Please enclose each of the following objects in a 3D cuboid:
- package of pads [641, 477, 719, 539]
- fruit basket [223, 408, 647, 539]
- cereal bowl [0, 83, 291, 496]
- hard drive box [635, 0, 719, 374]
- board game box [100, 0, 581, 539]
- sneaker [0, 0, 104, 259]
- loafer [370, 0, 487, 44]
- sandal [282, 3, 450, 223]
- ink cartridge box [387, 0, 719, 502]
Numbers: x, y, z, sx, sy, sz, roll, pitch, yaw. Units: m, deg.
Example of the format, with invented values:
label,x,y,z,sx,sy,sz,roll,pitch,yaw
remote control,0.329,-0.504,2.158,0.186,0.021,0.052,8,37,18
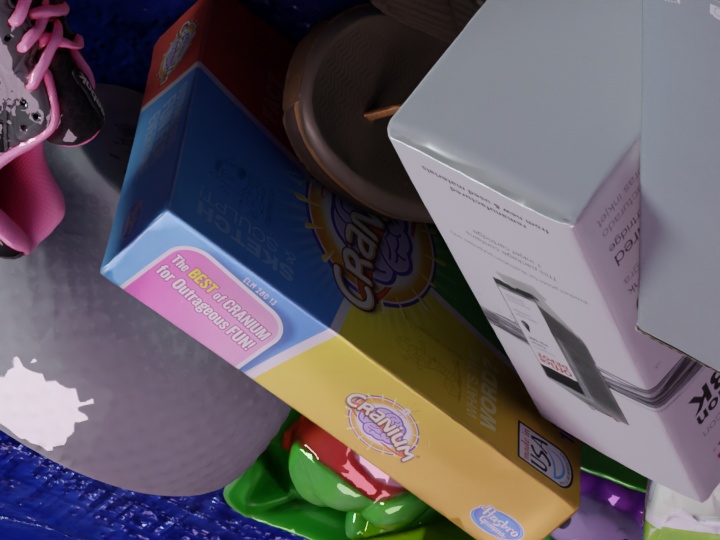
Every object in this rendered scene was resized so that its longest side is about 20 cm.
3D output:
label,x,y,z,sx,sy,sz,roll,pitch,yaw
package of pads,0.215,0.061,1.078,0.199,0.155,0.068,7,126,5
fruit basket,0.042,0.119,1.184,0.215,0.216,0.156,20,146,-8
cereal bowl,-0.098,-0.011,1.074,0.200,0.200,0.083,30,117,-22
hard drive box,0.160,-0.080,0.845,0.077,0.156,0.200,27,138,32
board game box,0.000,0.000,1.052,0.200,0.153,0.040,36,122,-21
sneaker,-0.120,-0.085,0.910,0.095,0.079,0.200,30,133,15
loafer,0.039,-0.126,0.940,0.076,0.068,0.200,26,170,14
sandal,0.055,-0.043,1.052,0.200,0.080,0.054,31,154,-33
ink cartridge box,0.109,-0.033,0.958,0.083,0.147,0.200,29,164,33
